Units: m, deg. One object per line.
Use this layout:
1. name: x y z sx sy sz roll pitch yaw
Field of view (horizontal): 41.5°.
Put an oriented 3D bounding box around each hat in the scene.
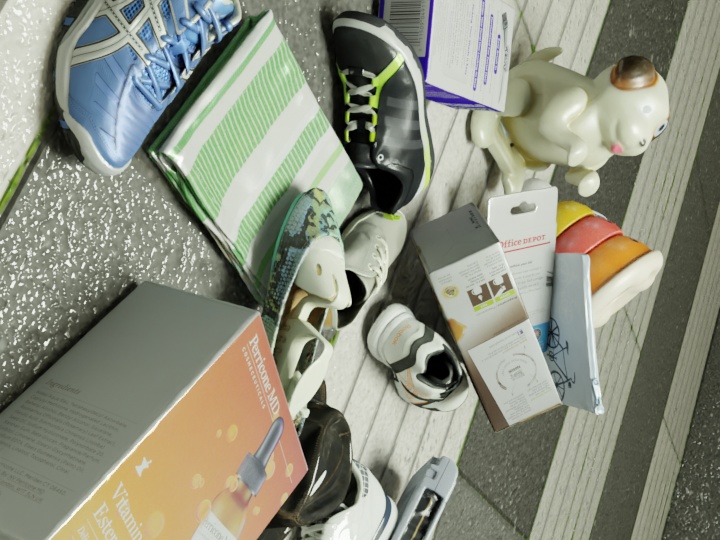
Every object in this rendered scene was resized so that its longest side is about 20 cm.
1. hat: -0.055 0.168 0.799 0.200 0.080 0.205 -30 126 -53

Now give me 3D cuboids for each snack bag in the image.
1. snack bag: 0.229 0.066 1.147 0.021 0.199 0.193 -6 92 -21

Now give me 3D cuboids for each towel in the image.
1. towel: -0.069 -0.077 0.733 0.154 0.023 0.201 -59 142 -24

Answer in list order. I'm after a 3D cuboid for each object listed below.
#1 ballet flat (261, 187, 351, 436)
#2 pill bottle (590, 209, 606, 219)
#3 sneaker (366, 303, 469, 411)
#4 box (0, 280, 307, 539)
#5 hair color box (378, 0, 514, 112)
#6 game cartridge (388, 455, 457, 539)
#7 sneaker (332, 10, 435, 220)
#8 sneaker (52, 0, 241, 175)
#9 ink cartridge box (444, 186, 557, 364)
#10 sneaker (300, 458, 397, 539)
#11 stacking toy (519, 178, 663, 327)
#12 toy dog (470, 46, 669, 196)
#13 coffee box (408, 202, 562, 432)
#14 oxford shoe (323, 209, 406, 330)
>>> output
1. ballet flat: -0.042 0.037 0.735 0.074 0.073 0.204 24 81 -59
2. pill bottle: 0.263 0.018 1.283 0.106 0.105 0.204 21 81 -60
3. sneaker: 0.075 0.111 0.997 0.074 0.080 0.200 -52 144 -5
4. box: -0.142 0.133 0.607 0.200 0.105 0.154 -49 138 -39
5. hair color box: 0.086 -0.224 0.932 0.199 0.064 0.112 0 97 -59
6. game cartridge: 0.034 0.295 0.979 0.202 0.040 0.134 -59 180 -25
7. sneaker: 0.017 -0.127 0.835 0.083 0.071 0.202 -54 138 -30
8. sneaker: -0.122 -0.153 0.581 0.076 0.076 0.203 36 70 -59
9. ink cartridge box: 0.162 0.002 1.102 0.114 0.066 0.204 -11 111 -33
10. sneaker: -0.035 0.275 0.892 0.081 0.075 0.202 60 42 -37
11. stacking toy: 0.263 -0.037 1.183 0.145 0.201 0.147 -33 162 -12
12. toy dog: 0.257 -0.176 1.098 0.140 0.197 0.196 58 46 -39
13. coffee box: 0.128 0.049 0.985 0.115 0.079 0.202 -106 172 -66
14. oxford shoe: 0.000 0.000 0.866 0.200 0.057 0.077 -39 128 -52
